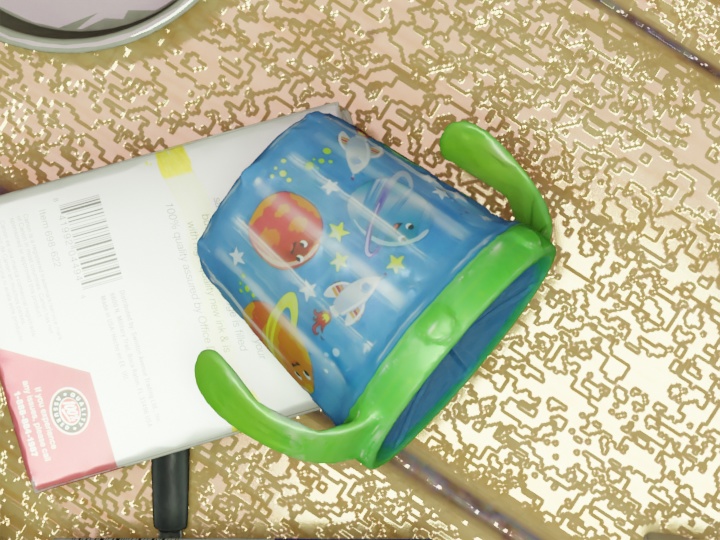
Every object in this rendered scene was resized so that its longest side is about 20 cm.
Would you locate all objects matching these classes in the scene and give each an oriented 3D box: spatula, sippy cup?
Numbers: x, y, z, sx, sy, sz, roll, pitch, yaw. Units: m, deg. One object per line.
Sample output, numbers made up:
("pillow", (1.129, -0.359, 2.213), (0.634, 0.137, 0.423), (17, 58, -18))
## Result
("spatula", (-0.099, 0.150, 1.372), (0.056, 0.021, 0.200), (0, 88, 5))
("sippy cup", (0.000, 0.000, 1.235), (0.130, 0.178, 0.140), (41, 111, 10))

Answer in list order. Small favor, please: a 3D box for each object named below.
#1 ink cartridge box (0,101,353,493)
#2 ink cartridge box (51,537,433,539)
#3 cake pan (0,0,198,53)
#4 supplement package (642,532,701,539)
("ink cartridge box", (-0.086, 0.014, 1.328), (0.200, 0.083, 0.145), (-15, 88, -6))
("ink cartridge box", (-0.056, 0.229, 1.344), (0.196, 0.043, 0.200), (0, 113, 5))
("cake pan", (-0.147, -0.211, 1.377), (0.200, 0.037, 0.201), (0, 88, 5))
("supplement package", (0.181, 0.238, 1.293), (0.120, 0.121, 0.200), (9, 90, 6))
